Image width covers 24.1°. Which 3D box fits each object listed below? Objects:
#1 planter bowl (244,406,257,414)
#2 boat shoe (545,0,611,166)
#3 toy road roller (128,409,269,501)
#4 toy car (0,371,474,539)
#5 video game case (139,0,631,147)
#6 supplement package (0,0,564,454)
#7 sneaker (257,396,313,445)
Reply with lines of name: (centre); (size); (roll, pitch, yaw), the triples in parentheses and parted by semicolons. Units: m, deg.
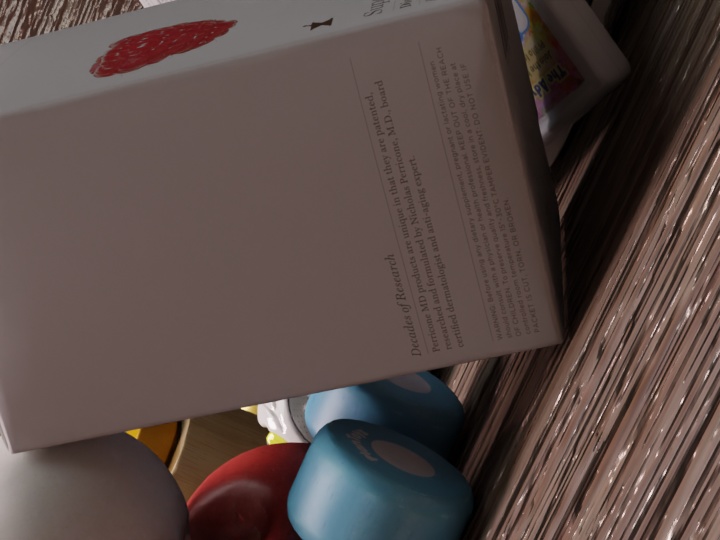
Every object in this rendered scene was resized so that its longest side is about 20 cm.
planter bowl: (-0.050, 0.074, 1.102); (0.200, 0.083, 0.203); (-160, 90, -87)
boat shoe: (0.086, -0.145, 0.693); (0.074, 0.060, 0.202); (-80, 9, -71)
toy road roller: (-0.088, 0.177, 0.920); (0.202, 0.122, 0.146); (-69, 18, -3)
toy car: (-0.084, 0.106, 0.630); (0.177, 0.198, 0.186); (-83, 17, -76)
video game case: (-0.003, -0.103, 0.697); (0.024, 0.183, 0.200); (-31, -6, -40)
supplement package: (-0.037, -0.032, 0.591); (0.122, 0.197, 0.121); (-78, -27, -67)
sneaker: (0.021, 0.010, 0.825); (0.084, 0.074, 0.201); (-32, 30, 48)
